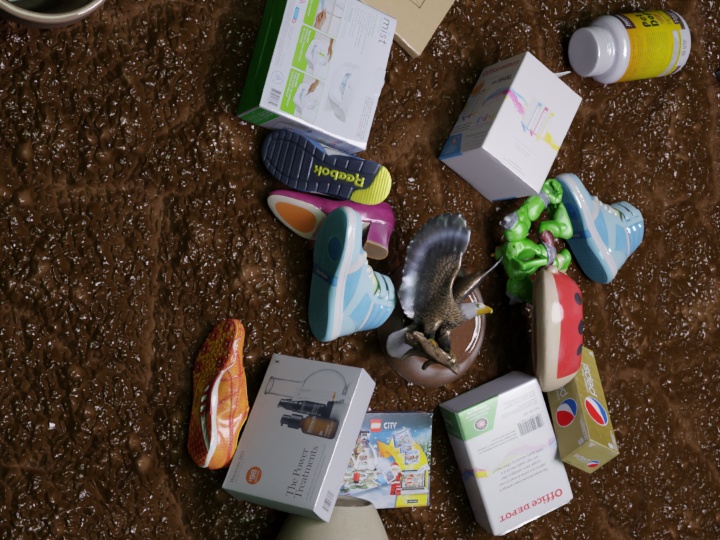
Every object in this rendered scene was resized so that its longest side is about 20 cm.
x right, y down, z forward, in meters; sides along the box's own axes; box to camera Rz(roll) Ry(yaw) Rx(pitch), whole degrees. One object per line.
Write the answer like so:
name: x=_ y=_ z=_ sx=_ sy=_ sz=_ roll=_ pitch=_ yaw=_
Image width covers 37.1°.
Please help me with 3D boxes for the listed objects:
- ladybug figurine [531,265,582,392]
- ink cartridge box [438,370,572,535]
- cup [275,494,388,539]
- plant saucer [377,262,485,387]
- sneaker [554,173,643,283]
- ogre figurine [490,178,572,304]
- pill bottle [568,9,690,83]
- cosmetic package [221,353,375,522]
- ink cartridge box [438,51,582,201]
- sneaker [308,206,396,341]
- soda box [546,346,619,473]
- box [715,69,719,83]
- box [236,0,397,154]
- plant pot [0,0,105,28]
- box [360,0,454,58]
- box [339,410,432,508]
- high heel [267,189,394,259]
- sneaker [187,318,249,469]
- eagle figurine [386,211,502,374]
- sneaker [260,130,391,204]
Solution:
ladybug figurine: x=0.298 y=0.088 z=1.626 sx=0.070 sy=0.136 sz=0.204 roll=-2 pitch=116 yaw=5
ink cartridge box: x=0.222 y=0.278 z=1.646 sx=0.143 sy=0.084 sz=0.204 roll=-20 pitch=98 yaw=-15
cup: x=-0.037 y=0.382 z=1.447 sx=0.197 sy=0.199 sz=0.146 roll=6 pitch=87 yaw=-27
plant saucer: x=0.118 y=0.076 z=1.638 sx=0.197 sy=0.036 sz=0.205 roll=1 pitch=88 yaw=-27
sneaker: x=0.392 y=-0.096 z=1.761 sx=0.130 sy=0.079 sz=0.202 roll=-39 pitch=115 yaw=-22
ogre figurine: x=0.274 y=-0.032 z=1.686 sx=0.118 sy=0.098 sz=0.203 roll=-16 pitch=129 yaw=-28
pill bottle: x=0.445 y=-0.372 z=1.787 sx=0.197 sy=0.109 sz=0.112 roll=-12 pitch=94 yaw=-28
cosmetic package: x=-0.082 y=0.220 z=1.443 sx=0.052 sy=0.148 sz=0.203 roll=50 pitch=52 yaw=-49
ink cartridge box: x=0.236 y=-0.230 z=1.660 sx=0.124 sy=0.128 sz=0.202 roll=33 pitch=73 yaw=-23
sneaker: x=0.000 y=0.000 z=1.534 sx=0.129 sy=0.079 sz=0.203 roll=-5 pitch=121 yaw=-32
soda box: x=0.338 y=0.207 z=1.674 sx=0.067 sy=0.064 sz=0.202 roll=26 pitch=38 yaw=-27
box: x=0.766 y=-0.313 z=1.971 sx=0.162 sy=0.086 sz=0.203 roll=-31 pitch=102 yaw=-26
box: x=-0.059 y=-0.288 z=1.521 sx=0.174 sy=0.096 sz=0.204 roll=18 pitch=80 yaw=-27
plant pot: x=-0.402 y=-0.380 z=1.295 sx=0.197 sy=0.174 sz=0.205 roll=1 pitch=88 yaw=-28
box: x=0.055 y=-0.450 z=1.630 sx=0.199 sy=0.021 sz=0.165 roll=40 pitch=71 yaw=-22
box: x=0.012 y=0.276 z=1.571 sx=0.197 sy=0.038 sz=0.140 roll=4 pitch=86 yaw=-28
high heel: x=-0.040 y=-0.092 z=1.556 sx=0.197 sy=0.068 sz=0.097 roll=19 pitch=48 yaw=-13
sneaker: x=-0.186 y=0.167 z=1.463 sx=0.076 sy=0.072 sz=0.204 roll=12 pitch=87 yaw=-47
eagle figurine: x=0.125 y=0.042 z=1.552 sx=0.148 sy=0.152 sz=0.203 roll=12 pitch=62 yaw=-2
sneaker: x=-0.047 y=-0.140 z=1.518 sx=0.197 sy=0.082 sz=0.075 roll=22 pitch=97 yaw=9
